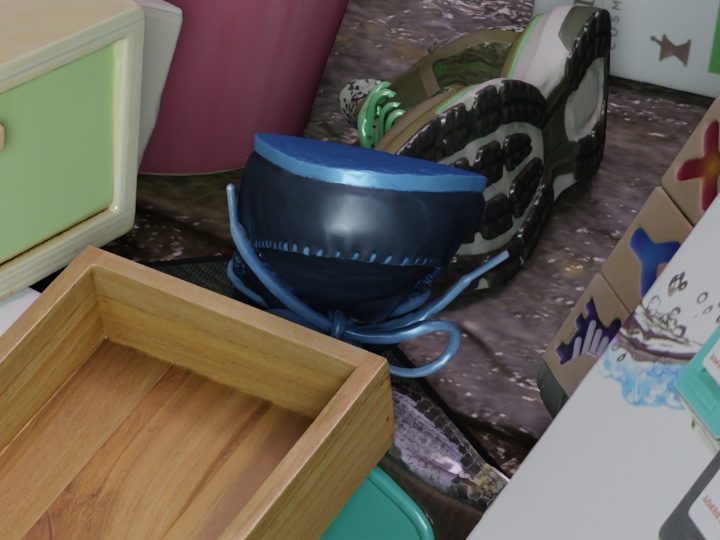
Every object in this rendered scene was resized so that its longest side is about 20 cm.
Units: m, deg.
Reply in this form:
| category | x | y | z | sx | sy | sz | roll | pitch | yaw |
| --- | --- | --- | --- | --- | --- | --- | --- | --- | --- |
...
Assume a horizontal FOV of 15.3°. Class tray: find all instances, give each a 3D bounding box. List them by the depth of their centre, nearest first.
| category | x | y | z | sx | sy | sz | roll | pitch | yaw |
| --- | --- | --- | --- | --- | --- | --- | --- | --- | --- |
| tray | -0.084 | 0.081 | 0.671 | 0.098 | 0.037 | 0.200 | 20 | 48 | 25 |

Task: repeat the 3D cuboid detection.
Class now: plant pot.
| category | x | y | z | sx | sy | sz | roll | pitch | yaw |
| --- | --- | --- | --- | --- | --- | --- | --- | --- | --- |
| plant pot | -0.075 | -0.143 | 1.010 | 0.199 | 0.180 | 0.200 | 6 | 28 | -3 |

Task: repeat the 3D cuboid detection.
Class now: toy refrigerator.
| category | x | y | z | sx | sy | sz | roll | pitch | yaw |
| --- | --- | --- | --- | --- | --- | --- | --- | --- | --- |
| toy refrigerator | -0.142 | -0.020 | 0.729 | 0.070 | 0.076 | 0.200 | 21 | 31 | 28 |

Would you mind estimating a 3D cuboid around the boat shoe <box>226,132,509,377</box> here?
| category | x | y | z | sx | sy | sz | roll | pitch | yaw |
| --- | --- | --- | --- | --- | --- | --- | --- | --- | --- |
| boat shoe | 0.000 | 0.000 | 0.792 | 0.084 | 0.069 | 0.200 | 11 | -1 | 2 |

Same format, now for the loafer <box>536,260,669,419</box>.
| category | x | y | z | sx | sy | sz | roll | pitch | yaw |
| --- | --- | --- | --- | --- | --- | --- | --- | --- | --- |
| loafer | 0.142 | 0.017 | 0.808 | 0.200 | 0.070 | 0.070 | -26 | -17 | 33 |

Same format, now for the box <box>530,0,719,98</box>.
| category | x | y | z | sx | sy | sz | roll | pitch | yaw |
| --- | --- | --- | --- | --- | --- | --- | --- | --- | --- |
| box | 0.184 | -0.196 | 1.154 | 0.171 | 0.200 | 0.200 | 14 | 28 | 13 |

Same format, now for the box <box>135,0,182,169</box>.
| category | x | y | z | sx | sy | sz | roll | pitch | yaw |
| --- | --- | --- | --- | --- | --- | --- | --- | --- | --- |
| box | -0.162 | -0.073 | 0.853 | 0.199 | 0.083 | 0.068 | 13 | 10 | -38 |

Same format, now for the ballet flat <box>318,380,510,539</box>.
| category | x | y | z | sx | sy | sz | roll | pitch | yaw |
| --- | --- | --- | --- | --- | --- | --- | --- | --- | --- |
| ballet flat | 0.041 | 0.089 | 0.718 | 0.072 | 0.072 | 0.200 | -11 | 36 | -31 |

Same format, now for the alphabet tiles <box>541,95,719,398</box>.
| category | x | y | z | sx | sy | sz | roll | pitch | yaw |
| --- | --- | --- | --- | --- | --- | --- | --- | --- | --- |
| alphabet tiles | 0.112 | 0.037 | 0.734 | 0.006 | 0.167 | 0.200 | 23 | 20 | -30 |

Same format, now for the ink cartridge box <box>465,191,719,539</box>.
| category | x | y | z | sx | sy | sz | roll | pitch | yaw |
| --- | --- | --- | --- | --- | --- | --- | --- | --- | --- |
| ink cartridge box | 0.137 | 0.059 | 0.551 | 0.146 | 0.200 | 0.146 | 30 | 12 | -24 |

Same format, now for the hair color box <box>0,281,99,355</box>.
| category | x | y | z | sx | sy | sz | roll | pitch | yaw |
| --- | --- | --- | --- | --- | --- | --- | --- | --- | --- |
| hair color box | -0.186 | 0.023 | 0.789 | 0.200 | 0.065 | 0.109 | 26 | 34 | 31 |

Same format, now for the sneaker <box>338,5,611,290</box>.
| category | x | y | z | sx | sy | sz | roll | pitch | yaw |
| --- | --- | --- | --- | --- | --- | --- | --- | --- | --- |
| sneaker | 0.028 | -0.046 | 0.987 | 0.088 | 0.077 | 0.200 | 4 | 19 | 23 |

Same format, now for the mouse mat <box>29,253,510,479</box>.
| category | x | y | z | sx | sy | sz | roll | pitch | yaw |
| --- | --- | --- | --- | --- | --- | --- | --- | --- | --- |
| mouse mat | -0.049 | 0.045 | 0.845 | 0.160 | 0.008 | 0.200 | -6 | 31 | -24 |
